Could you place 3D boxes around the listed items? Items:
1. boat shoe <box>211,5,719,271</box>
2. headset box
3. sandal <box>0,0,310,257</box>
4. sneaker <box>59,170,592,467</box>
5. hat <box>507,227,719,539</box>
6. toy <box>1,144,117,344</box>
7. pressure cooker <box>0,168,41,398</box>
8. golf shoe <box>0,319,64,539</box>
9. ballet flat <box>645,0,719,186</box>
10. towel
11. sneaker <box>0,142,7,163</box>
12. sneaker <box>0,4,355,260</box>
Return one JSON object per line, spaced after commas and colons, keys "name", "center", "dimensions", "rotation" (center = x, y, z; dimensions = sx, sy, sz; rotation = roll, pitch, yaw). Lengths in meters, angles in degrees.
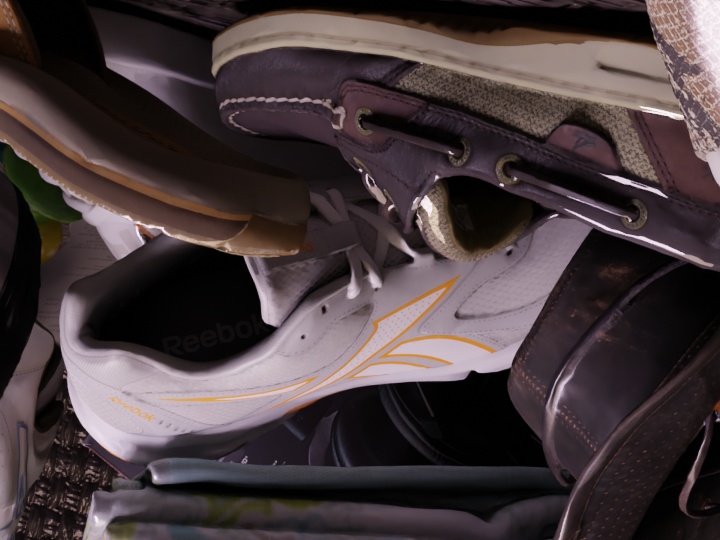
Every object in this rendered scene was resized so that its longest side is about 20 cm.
{"name": "boat shoe", "center": [0.029, -0.036, 0.834], "dimensions": [0.199, 0.065, 0.073], "rotation": [6, 174, 45]}
{"name": "headset box", "center": [0.004, 0.056, 1.148], "dimensions": [0.200, 0.149, 0.077], "rotation": [38, -175, 16]}
{"name": "sandal", "center": [-0.094, -0.067, 0.759], "dimensions": [0.199, 0.054, 0.080], "rotation": [28, -167, 12]}
{"name": "sneaker", "center": [0.000, 0.000, 0.909], "dimensions": [0.199, 0.076, 0.092], "rotation": [-25, 163, -1]}
{"name": "hat", "center": [0.099, 0.017, 0.885], "dimensions": [0.081, 0.201, 0.200], "rotation": [42, -172, 22]}
{"name": "toy", "center": [-0.162, 0.020, 1.049], "dimensions": [0.115, 0.047, 0.200], "rotation": [7, 142, -43]}
{"name": "pressure cooker", "center": [-0.215, -0.011, 0.858], "dimensions": [0.200, 0.176, 0.178], "rotation": [43, 167, -27]}
{"name": "golf shoe", "center": [-0.132, 0.069, 1.032], "dimensions": [0.078, 0.097, 0.200], "rotation": [43, 165, 6]}
{"name": "ballet flat", "center": [0.132, -0.019, 0.734], "dimensions": [0.068, 0.076, 0.200], "rotation": [8, 174, 38]}
{"name": "towel", "center": [-0.003, 0.117, 0.999], "dimensions": [0.199, 0.048, 0.171], "rotation": [6, 151, -13]}
{"name": "sneaker", "center": [-0.183, -0.053, 1.026], "dimensions": [0.199, 0.080, 0.077], "rotation": [12, 174, -25]}
{"name": "sneaker", "center": [-0.077, -0.037, 0.960], "dimensions": [0.199, 0.085, 0.073], "rotation": [15, 176, -27]}
